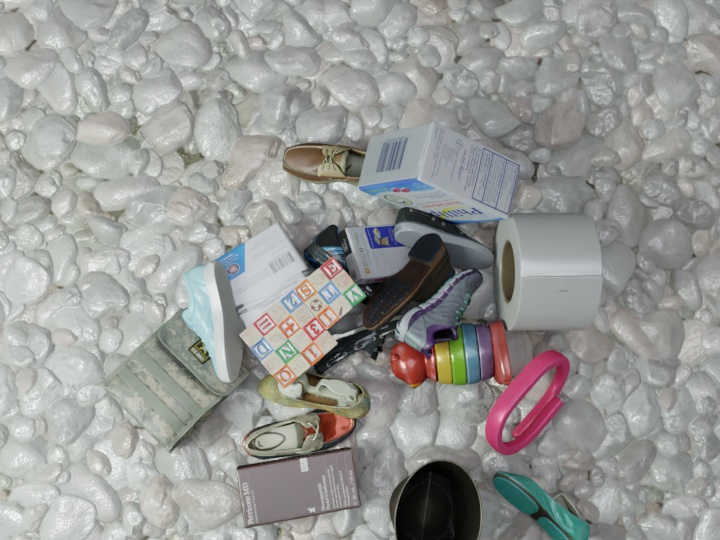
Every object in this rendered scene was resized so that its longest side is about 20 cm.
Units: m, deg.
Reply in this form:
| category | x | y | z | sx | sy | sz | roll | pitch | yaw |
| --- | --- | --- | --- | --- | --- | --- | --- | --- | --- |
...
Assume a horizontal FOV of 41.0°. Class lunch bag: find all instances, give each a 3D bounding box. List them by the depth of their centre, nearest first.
| category | x | y | z | sx | sy | sz | roll | pitch | yaw |
| --- | --- | --- | --- | --- | --- | --- | --- | --- | --- |
| lunch bag | -0.302 | 0.179 | 1.607 | 0.164 | 0.118 | 0.200 | 44 | 74 | 2 |

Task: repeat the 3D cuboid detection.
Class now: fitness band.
| category | x | y | z | sx | sy | sz | roll | pitch | yaw |
| --- | --- | --- | --- | --- | --- | --- | --- | --- | --- |
| fitness band | 0.289 | 0.226 | 1.639 | 0.200 | 0.144 | 0.037 | -48 | 52 | -10 |

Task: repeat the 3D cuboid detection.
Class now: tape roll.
| category | x | y | z | sx | sy | sz | roll | pitch | yaw |
| --- | --- | --- | --- | --- | --- | --- | --- | --- | --- |
| tape roll | 0.315 | 0.002 | 1.642 | 0.138 | 0.203 | 0.204 | 0 | 82 | -6 |

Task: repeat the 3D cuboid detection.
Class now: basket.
| category | x | y | z | sx | sy | sz | roll | pitch | yaw |
| --- | --- | --- | --- | --- | --- | --- | --- | --- | --- |
| basket | 0.112 | 0.396 | 1.566 | 0.135 | 0.200 | 0.181 | 8 | 80 | -3 |

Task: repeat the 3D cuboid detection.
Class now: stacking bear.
| category | x | y | z | sx | sy | sz | roll | pitch | yaw |
| --- | --- | --- | --- | --- | --- | --- | --- | --- | --- |
| stacking bear | 0.150 | 0.151 | 1.657 | 0.199 | 0.121 | 0.114 | -7 | 84 | 2 |

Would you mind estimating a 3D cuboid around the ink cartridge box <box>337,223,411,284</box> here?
| category | x | y | z | sx | sy | sz | roll | pitch | yaw |
| --- | --- | --- | --- | --- | --- | --- | --- | --- | --- |
| ink cartridge box | 0.060 | -0.033 | 1.678 | 0.199 | 0.037 | 0.095 | -7 | 72 | -35 |

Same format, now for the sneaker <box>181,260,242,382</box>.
| category | x | y | z | sx | sy | sz | roll | pitch | yaw |
| --- | --- | --- | --- | --- | --- | --- | --- | --- | --- |
| sneaker | -0.249 | 0.089 | 1.588 | 0.082 | 0.074 | 0.201 | -12 | 81 | 19 |

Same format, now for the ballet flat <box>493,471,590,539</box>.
| category | x | y | z | sx | sy | sz | roll | pitch | yaw |
| --- | --- | --- | --- | --- | --- | --- | --- | --- | --- |
| ballet flat | 0.315 | 0.401 | 1.659 | 0.200 | 0.067 | 0.070 | 42 | 56 | 2 |

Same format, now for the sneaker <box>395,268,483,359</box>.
| category | x | y | z | sx | sy | sz | roll | pitch | yaw |
| --- | --- | --- | --- | --- | --- | --- | --- | --- | --- |
| sneaker | 0.153 | 0.077 | 1.626 | 0.200 | 0.075 | 0.087 | -36 | 60 | -26 |

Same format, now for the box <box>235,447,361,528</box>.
| category | x | y | z | sx | sy | sz | roll | pitch | yaw |
| --- | --- | --- | --- | --- | --- | --- | --- | --- | --- |
| box | -0.104 | 0.362 | 1.618 | 0.199 | 0.075 | 0.101 | -10 | 83 | -5 |

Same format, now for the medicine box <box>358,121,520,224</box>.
| category | x | y | z | sx | sy | sz | roll | pitch | yaw |
| --- | --- | --- | --- | --- | --- | --- | --- | --- | --- |
| medicine box | 0.132 | -0.158 | 1.624 | 0.199 | 0.182 | 0.103 | 21 | 78 | -30 |

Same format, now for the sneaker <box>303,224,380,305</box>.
| category | x | y | z | sx | sy | sz | roll | pitch | yaw |
| --- | --- | --- | --- | --- | --- | --- | --- | --- | --- |
| sneaker | 0.000 | 0.000 | 1.680 | 0.200 | 0.073 | 0.082 | 37 | 76 | -1 |

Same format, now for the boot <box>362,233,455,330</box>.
| category | x | y | z | sx | sy | sz | roll | pitch | yaw |
| --- | --- | --- | --- | --- | --- | --- | --- | --- | --- |
| boot | 0.090 | 0.041 | 1.631 | 0.200 | 0.097 | 0.075 | -49 | 45 | -11 |

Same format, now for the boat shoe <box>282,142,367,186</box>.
| category | x | y | z | sx | sy | sz | roll | pitch | yaw |
| --- | --- | --- | --- | --- | --- | --- | --- | --- | --- |
| boat shoe | -0.037 | -0.192 | 1.704 | 0.199 | 0.074 | 0.076 | 6 | 81 | -4 |

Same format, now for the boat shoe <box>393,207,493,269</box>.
| category | x | y | z | sx | sy | sz | roll | pitch | yaw |
| --- | --- | --- | --- | --- | --- | --- | --- | --- | --- |
| boat shoe | 0.150 | -0.058 | 1.689 | 0.199 | 0.069 | 0.057 | 20 | 56 | -23 |

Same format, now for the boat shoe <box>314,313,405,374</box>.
| category | x | y | z | sx | sy | sz | roll | pitch | yaw |
| --- | --- | --- | --- | --- | --- | --- | --- | --- | --- |
| boat shoe | 0.006 | 0.128 | 1.661 | 0.198 | 0.075 | 0.066 | -18 | 86 | -7 |

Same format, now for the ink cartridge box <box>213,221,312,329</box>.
| category | x | y | z | sx | sy | sz | roll | pitch | yaw |
| --- | --- | --- | --- | --- | --- | --- | --- | --- | --- |
| ink cartridge box | -0.149 | 0.042 | 1.654 | 0.146 | 0.086 | 0.200 | -32 | 87 | -7 |

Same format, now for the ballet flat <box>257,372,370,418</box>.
| category | x | y | z | sx | sy | sz | roll | pitch | yaw |
| --- | --- | --- | --- | --- | --- | --- | --- | --- | --- |
| ballet flat | -0.079 | 0.201 | 1.630 | 0.199 | 0.071 | 0.071 | 12 | 81 | 8 |

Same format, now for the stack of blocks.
| category | x | y | z | sx | sy | sz | roll | pitch | yaw |
| --- | --- | --- | --- | --- | --- | --- | --- | --- | --- |
| stack of blocks | -0.085 | 0.086 | 1.579 | 0.200 | 0.059 | 0.115 | -41 | 87 | -7 |

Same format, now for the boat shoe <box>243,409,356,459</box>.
| category | x | y | z | sx | sy | sz | roll | pitch | yaw |
| --- | --- | --- | --- | --- | --- | --- | --- | --- | --- |
| boat shoe | -0.101 | 0.276 | 1.636 | 0.199 | 0.063 | 0.072 | -11 | 81 | -8 |
